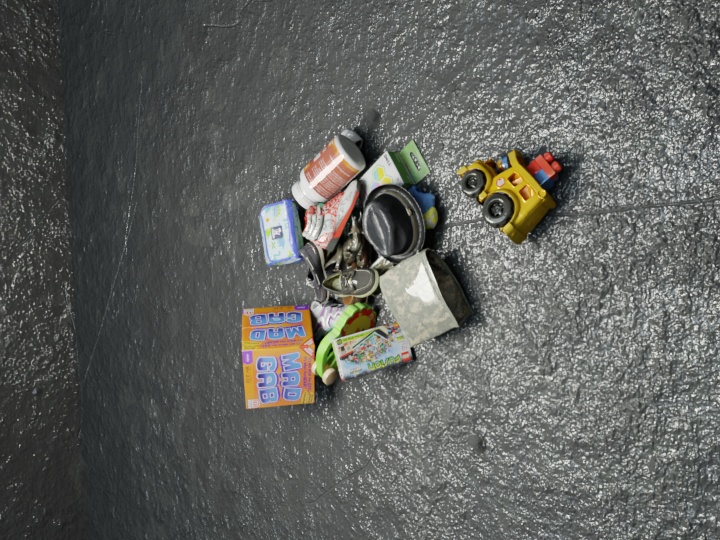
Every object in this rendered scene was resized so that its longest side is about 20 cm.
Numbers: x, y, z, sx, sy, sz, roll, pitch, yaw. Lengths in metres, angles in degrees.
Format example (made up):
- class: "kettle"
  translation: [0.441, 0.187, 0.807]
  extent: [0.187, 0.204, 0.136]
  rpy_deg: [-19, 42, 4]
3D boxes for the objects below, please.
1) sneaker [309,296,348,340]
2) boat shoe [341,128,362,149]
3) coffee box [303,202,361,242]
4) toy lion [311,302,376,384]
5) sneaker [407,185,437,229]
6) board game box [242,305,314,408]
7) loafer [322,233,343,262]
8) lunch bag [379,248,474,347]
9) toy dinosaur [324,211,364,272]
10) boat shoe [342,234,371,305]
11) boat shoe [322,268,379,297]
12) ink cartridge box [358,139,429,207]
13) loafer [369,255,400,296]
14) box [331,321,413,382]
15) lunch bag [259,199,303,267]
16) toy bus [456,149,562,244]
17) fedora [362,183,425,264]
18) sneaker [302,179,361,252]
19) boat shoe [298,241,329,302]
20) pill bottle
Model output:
- class: "sneaker"
  translation: [-0.091, 0.103, 1.705]
  extent: [0.199, 0.077, 0.142]
  rpy_deg: [-36, 71, 37]
- class: "boat shoe"
  translation: [-0.051, -0.291, 1.647]
  extent: [0.066, 0.071, 0.203]
  rpy_deg: [42, 111, 35]
- class: "coffee box"
  translation: [-0.085, -0.131, 1.702]
  extent: [0.197, 0.043, 0.126]
  rpy_deg: [14, 105, 40]
- class: "toy lion"
  translation: [-0.038, 0.186, 1.594]
  extent: [0.068, 0.198, 0.196]
  rpy_deg: [32, 133, 36]
- class: "sneaker"
  translation: [0.118, -0.159, 1.514]
  extent: [0.197, 0.075, 0.108]
  rpy_deg: [4, 81, 38]
- class: "board game box"
  translation: [-0.236, 0.243, 1.686]
  extent: [0.201, 0.195, 0.204]
  rpy_deg: [-108, 18, -59]
- class: "loafer"
  translation: [-0.108, -0.054, 1.656]
  extent: [0.067, 0.076, 0.201]
  rpy_deg: [42, 139, 7]
- class: "lunch bag"
  translation: [0.154, 0.059, 1.444]
  extent: [0.163, 0.117, 0.203]
  rpy_deg: [-30, 89, 38]
- class: "toy dinosaur"
  translation: [-0.030, -0.054, 1.577]
  extent: [0.201, 0.075, 0.104]
  rpy_deg: [129, 156, -48]
- class: "boat shoe"
  translation: [0.000, 0.000, 1.621]
  extent: [0.070, 0.069, 0.205]
  rpy_deg: [11, 90, 55]
- class: "boat shoe"
  translation: [-0.030, 0.034, 1.540]
  extent: [0.199, 0.065, 0.074]
  rpy_deg: [-12, 74, 53]
- class: "ink cartridge box"
  translation: [0.078, -0.239, 1.538]
  extent: [0.199, 0.059, 0.106]
  rpy_deg: [-41, 67, 36]
- class: "loafer"
  translation: [0.077, -0.004, 1.549]
  extent: [0.070, 0.074, 0.202]
  rpy_deg: [49, 123, 31]
- class: "box"
  translation: [0.032, 0.209, 1.534]
  extent: [0.035, 0.196, 0.113]
  rpy_deg: [140, 114, -69]
- class: "lunch bag"
  translation: [-0.227, -0.108, 1.740]
  extent: [0.199, 0.125, 0.175]
  rpy_deg: [168, 93, -67]
- class: "toy bus"
  translation: [0.334, -0.190, 1.280]
  extent: [0.192, 0.135, 0.202]
  rpy_deg: [-45, 62, 20]
- class: "fedora"
  translation: [0.063, -0.106, 1.444]
  extent: [0.197, 0.091, 0.206]
  rpy_deg: [13, 112, 35]
- class: "sneaker"
  translation: [-0.079, -0.162, 1.540]
  extent: [0.205, 0.106, 0.067]
  rpy_deg: [-66, 9, -2]
- class: "boat shoe"
  translation: [-0.131, 0.011, 1.618]
  extent: [0.072, 0.062, 0.204]
  rpy_deg: [38, 145, 42]
- class: "pill bottle"
  translation: [-0.090, -0.257, 1.574]
  extent: [0.199, 0.111, 0.114]
  rpy_deg: [-39, 69, 25]
